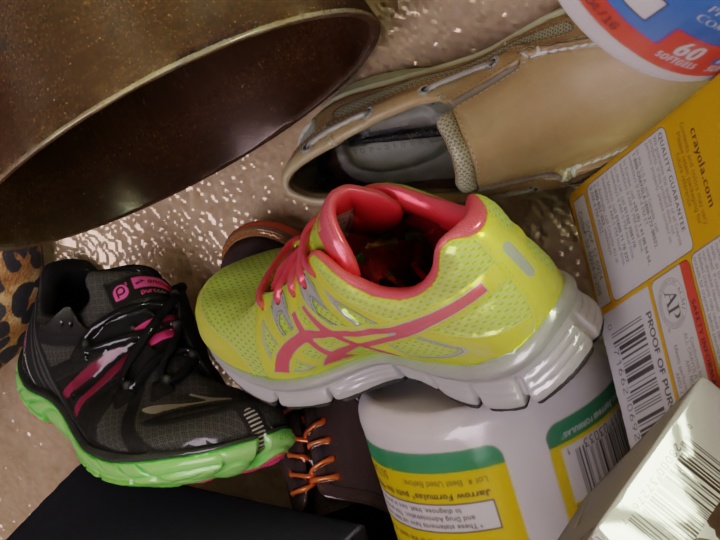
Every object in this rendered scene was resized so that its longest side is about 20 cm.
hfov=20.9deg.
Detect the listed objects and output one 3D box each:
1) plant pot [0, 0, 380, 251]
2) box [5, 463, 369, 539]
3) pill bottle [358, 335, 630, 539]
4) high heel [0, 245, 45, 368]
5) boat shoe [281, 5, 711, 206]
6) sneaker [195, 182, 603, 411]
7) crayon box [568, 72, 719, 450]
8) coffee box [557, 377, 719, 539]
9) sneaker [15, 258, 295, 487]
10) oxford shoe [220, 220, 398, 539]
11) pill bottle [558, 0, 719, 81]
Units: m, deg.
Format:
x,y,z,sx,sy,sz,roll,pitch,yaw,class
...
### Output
x,y,z,sx,sy,sz,roll,pitch,yaw,class
-0.119,-0.141,0.792,0.186,0.186,0.201,-34,80,37,plant pot
-0.063,0.211,0.905,0.195,0.117,0.201,6,131,43,box
0.078,0.127,0.835,0.112,0.113,0.202,-8,110,32,pill bottle
-0.224,0.036,0.941,0.071,0.142,0.201,35,126,18,high heel
0.057,-0.055,0.779,0.199,0.076,0.072,-17,103,34,boat shoe
0.000,0.000,0.781,0.199,0.079,0.091,-4,135,42,sneaker
0.152,-0.006,0.687,0.200,0.051,0.127,137,124,-61,crayon box
0.160,0.145,0.683,0.199,0.080,0.113,39,151,5,coffee box
-0.103,0.044,0.891,0.199,0.076,0.085,21,113,48,sneaker
-0.008,0.071,0.880,0.071,0.073,0.201,-28,98,36,oxford shoe
0.151,-0.151,0.630,0.113,0.112,0.200,52,142,-3,pill bottle
